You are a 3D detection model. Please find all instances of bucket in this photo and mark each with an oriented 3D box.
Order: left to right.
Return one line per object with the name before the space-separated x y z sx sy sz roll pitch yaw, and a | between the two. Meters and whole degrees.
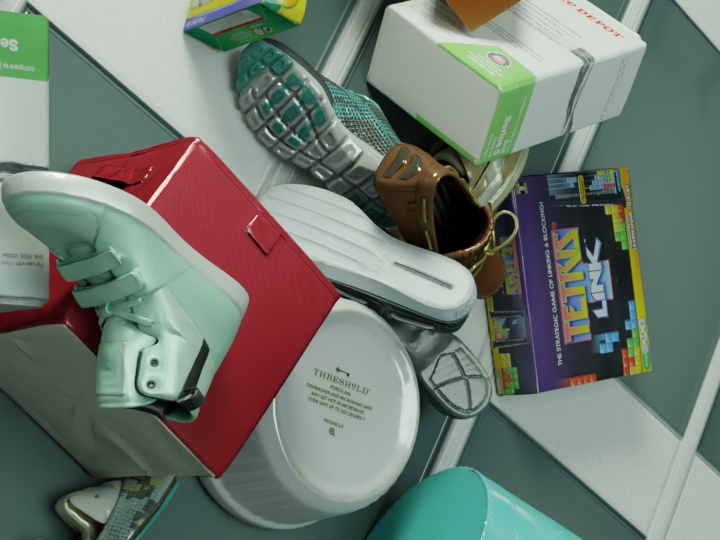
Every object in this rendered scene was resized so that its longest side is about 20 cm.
bucket | 0.090 0.273 1.599 0.135 0.207 0.207 38 62 -22

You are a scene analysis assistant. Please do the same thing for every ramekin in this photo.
ramekin | -0.039 0.111 1.566 0.202 0.094 0.203 4 83 -41

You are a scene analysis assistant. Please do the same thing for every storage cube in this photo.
storage cube | -0.157 0.034 1.418 0.200 0.171 0.180 50 57 -26

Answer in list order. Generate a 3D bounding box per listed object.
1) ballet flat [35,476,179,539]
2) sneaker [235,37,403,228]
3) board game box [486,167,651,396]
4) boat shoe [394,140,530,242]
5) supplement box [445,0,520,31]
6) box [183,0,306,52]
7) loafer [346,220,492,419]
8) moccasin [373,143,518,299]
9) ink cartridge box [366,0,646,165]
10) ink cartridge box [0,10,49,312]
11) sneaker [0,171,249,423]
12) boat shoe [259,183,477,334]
ballet flat | -0.210 0.212 1.433 0.071 0.069 0.200 37 61 -11
sneaker | -0.026 -0.126 1.628 0.200 0.078 0.091 47 32 -21
board game box | 0.192 0.008 1.805 0.165 0.057 0.200 -8 91 -43
boat shoe | 0.092 -0.084 1.714 0.066 0.074 0.200 43 59 -36
supplement box | 0.107 -0.289 1.688 0.069 0.066 0.200 48 25 -24
box | -0.073 -0.285 1.559 0.048 0.117 0.200 26 69 -32
loafer | 0.034 0.047 1.662 0.072 0.063 0.200 -35 91 -23
moccasin | 0.082 -0.034 1.604 0.074 0.078 0.201 -53 144 -18
ink cartridge box | 0.130 -0.184 1.700 0.200 0.145 0.084 -20 138 -41
ink cartridge box | -0.284 -0.071 1.333 0.083 0.146 0.200 3 83 -40
sneaker | -0.162 0.023 1.254 0.200 0.074 0.118 36 57 -33
boat shoe | 0.000 0.000 1.588 0.200 0.071 0.072 29 58 14
